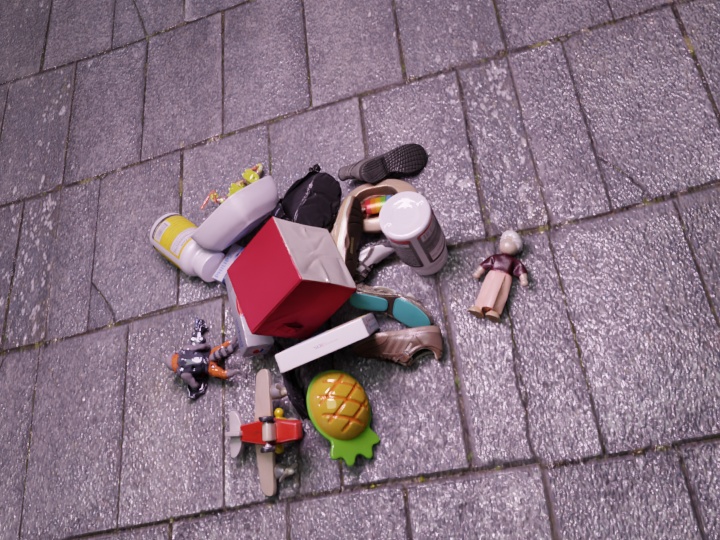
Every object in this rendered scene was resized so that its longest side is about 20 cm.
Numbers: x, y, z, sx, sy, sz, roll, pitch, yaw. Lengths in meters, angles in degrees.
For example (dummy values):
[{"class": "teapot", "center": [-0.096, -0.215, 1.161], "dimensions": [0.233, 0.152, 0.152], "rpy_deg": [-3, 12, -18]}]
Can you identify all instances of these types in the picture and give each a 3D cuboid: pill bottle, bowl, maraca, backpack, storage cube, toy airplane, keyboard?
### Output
[{"class": "pill bottle", "center": [0.121, -0.074, 1.578], "dimensions": [0.113, 0.200, 0.115], "rpy_deg": [-8, 62, 16]}, {"class": "bowl", "center": [-0.289, -0.128, 1.744], "dimensions": [0.199, 0.200, 0.075], "rpy_deg": [-37, 94, 33]}, {"class": "maraca", "center": [-0.037, 0.302, 1.508], "dimensions": [0.136, 0.107, 0.201], "rpy_deg": [-16, 72, -24]}, {"class": "backpack", "center": [-0.127, -0.140, 1.701], "dimensions": [0.167, 0.126, 0.200], "rpy_deg": [-58, 17, -16]}, {"class": "storage cube", "center": [-0.146, 0.021, 1.548], "dimensions": [0.180, 0.170, 0.201], "rpy_deg": [-46, 55, 27]}, {"class": "toy airplane", "center": [-0.193, 0.343, 1.544], "dimensions": [0.199, 0.140, 0.201], "rpy_deg": [48, 123, 41]}, {"class": "keyboard", "center": [-0.140, 0.245, 1.558], "dimensions": [0.021, 0.127, 0.200], "rpy_deg": [-26, 35, 0]}, {"class": "pill bottle", "center": [-0.427, -0.054, 1.820], "dimensions": [0.200, 0.111, 0.111], "rpy_deg": [34, 80, 30]}]

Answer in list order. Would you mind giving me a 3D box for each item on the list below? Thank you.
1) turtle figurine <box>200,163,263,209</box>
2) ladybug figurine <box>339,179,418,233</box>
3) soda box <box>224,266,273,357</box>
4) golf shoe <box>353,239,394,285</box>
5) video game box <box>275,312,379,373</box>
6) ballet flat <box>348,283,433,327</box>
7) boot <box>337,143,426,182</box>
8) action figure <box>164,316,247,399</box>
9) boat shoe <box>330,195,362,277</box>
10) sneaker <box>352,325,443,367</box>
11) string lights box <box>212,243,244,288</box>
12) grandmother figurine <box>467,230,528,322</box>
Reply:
[{"class": "turtle figurine", "center": [-0.314, -0.206, 1.855], "dimensions": [0.199, 0.161, 0.065], "rpy_deg": [-35, 102, -13]}, {"class": "ladybug figurine", "center": [0.051, -0.145, 1.712], "dimensions": [0.199, 0.072, 0.137], "rpy_deg": [-6, 63, 18]}, {"class": "soda box", "center": [-0.253, 0.089, 1.639], "dimensions": [0.063, 0.068, 0.201], "rpy_deg": [-6, 65, -25]}, {"class": "golf shoe", "center": [0.000, 0.000, 1.671], "dimensions": [0.199, 0.078, 0.095], "rpy_deg": [-25, 77, 9]}, {"class": "video game box", "center": [-0.067, 0.151, 1.549], "dimensions": [0.199, 0.182, 0.047], "rpy_deg": [-24, 89, 7]}, {"class": "ballet flat", "center": [0.072, 0.069, 1.601], "dimensions": [0.199, 0.068, 0.075], "rpy_deg": [17, 33, 11]}, {"class": "boot", "center": [0.050, -0.263, 1.764], "dimensions": [0.199, 0.068, 0.130], "rpy_deg": [-20, 18, -26]}, {"class": "action figure", "center": [-0.362, 0.186, 1.688], "dimensions": [0.192, 0.105, 0.201], "rpy_deg": [-11, 65, 4]}, {"class": "boat shoe", "center": [-0.046, -0.075, 1.633], "dimensions": [0.076, 0.072, 0.201], "rpy_deg": [-7, 61, 31]}, {"class": "sneaker", "center": [0.078, 0.171, 1.551], "dimensions": [0.199, 0.070, 0.076], "rpy_deg": [-13, 67, 15]}, {"class": "string lights box", "center": [-0.247, 0.019, 1.750], "dimensions": [0.199, 0.059, 0.103], "rpy_deg": [22, 74, 28]}, {"class": "grandmother figurine", "center": [0.302, 0.008, 1.557], "dimensions": [0.121, 0.061, 0.201], "rpy_deg": [16, 74, 17]}]
